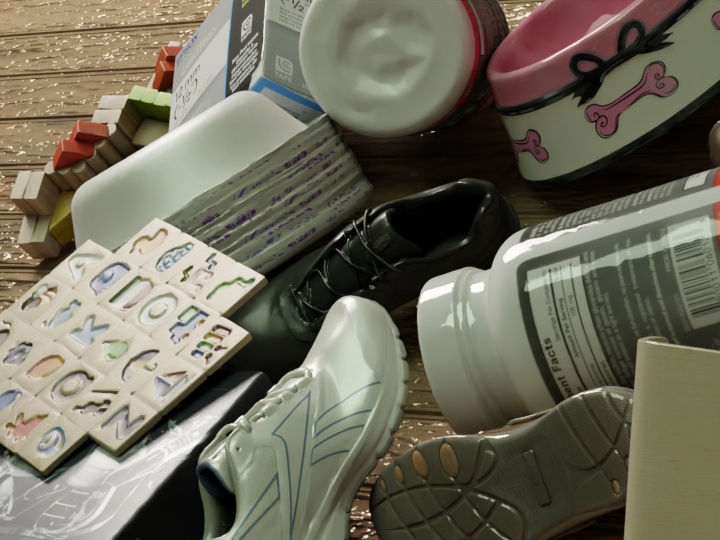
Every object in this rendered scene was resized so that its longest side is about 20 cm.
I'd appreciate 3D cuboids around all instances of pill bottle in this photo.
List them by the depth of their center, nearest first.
[{"bbox_3d":[0.139,0.021,1.586,0.200,0.116,0.116,-17,29,23],"label":"pill bottle"},{"bbox_3d":[0.036,-0.143,1.926,0.111,0.111,0.200,-22,0,14],"label":"pill bottle"}]

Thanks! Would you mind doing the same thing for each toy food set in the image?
[{"bbox_3d":[0.198,0.111,1.366,0.060,0.144,0.200,2,3,-41],"label":"toy food set"}]

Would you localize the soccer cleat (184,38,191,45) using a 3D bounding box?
[{"bbox_3d":[-0.055,-0.158,2.153,0.200,0.067,0.076,-19,18,12],"label":"soccer cleat"}]

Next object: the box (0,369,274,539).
[{"bbox_3d":[-0.149,0.148,1.661,0.200,0.104,0.182,0,37,44],"label":"box"}]

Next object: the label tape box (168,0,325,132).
[{"bbox_3d":[-0.071,-0.150,2.031,0.143,0.066,0.200,-47,32,42],"label":"label tape box"}]

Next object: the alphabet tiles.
[{"bbox_3d":[-0.146,0.041,1.701,0.166,0.006,0.200,-42,33,-14],"label":"alphabet tiles"}]

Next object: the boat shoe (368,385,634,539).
[{"bbox_3d":[0.092,0.109,1.545,0.200,0.076,0.072,-18,-7,39],"label":"boat shoe"}]

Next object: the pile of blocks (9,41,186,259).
[{"bbox_3d":[-0.168,-0.087,2.109,0.200,0.062,0.082,-45,50,-4],"label":"pile of blocks"}]

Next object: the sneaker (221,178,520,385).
[{"bbox_3d":[0.000,0.000,1.772,0.200,0.076,0.091,-33,-16,-3],"label":"sneaker"}]

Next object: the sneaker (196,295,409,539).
[{"bbox_3d":[-0.035,0.095,1.585,0.074,0.087,0.200,-35,31,57],"label":"sneaker"}]

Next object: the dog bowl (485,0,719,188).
[{"bbox_3d":[0.163,-0.140,1.846,0.200,0.074,0.200,-33,14,10],"label":"dog bowl"}]

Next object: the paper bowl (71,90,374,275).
[{"bbox_3d":[-0.099,-0.038,1.875,0.200,0.104,0.201,-31,3,2],"label":"paper bowl"}]

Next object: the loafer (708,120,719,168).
[{"bbox_3d":[0.236,-0.060,1.701,0.071,0.073,0.200,-27,18,29],"label":"loafer"}]
